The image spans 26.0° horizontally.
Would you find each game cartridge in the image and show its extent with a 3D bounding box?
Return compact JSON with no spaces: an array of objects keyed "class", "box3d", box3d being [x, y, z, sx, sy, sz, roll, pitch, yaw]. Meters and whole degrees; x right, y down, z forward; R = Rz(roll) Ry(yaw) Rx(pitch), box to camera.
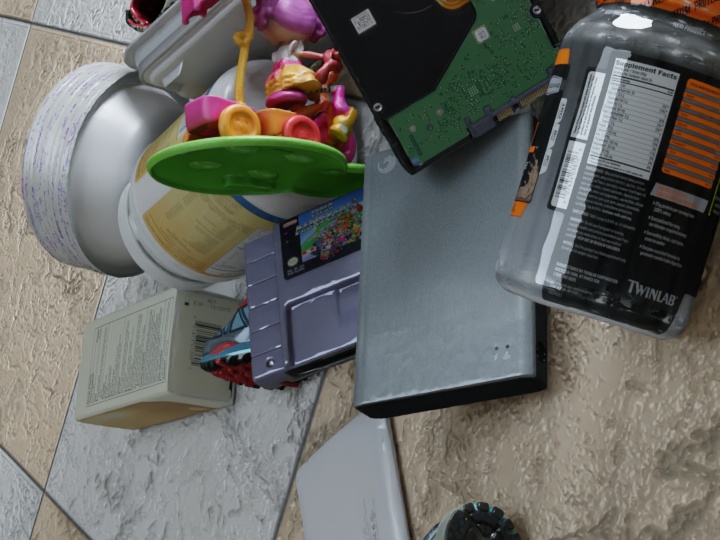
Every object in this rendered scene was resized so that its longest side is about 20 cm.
[{"class":"game cartridge","box3d":[0.000,0.000,1.180,0.199,0.038,0.130,-22,60,24]}]

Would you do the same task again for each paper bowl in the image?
[{"class":"paper bowl","box3d":[-0.221,-0.094,1.491,0.104,0.200,0.202,14,89,31]}]

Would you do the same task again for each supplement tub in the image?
[{"class":"supplement tub","box3d":[0.163,-0.069,0.938,0.122,0.122,0.201,20,93,58]},{"class":"supplement tub","box3d":[-0.112,-0.077,1.351,0.200,0.144,0.146,-34,50,47]}]

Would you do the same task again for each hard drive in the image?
[{"class":"hard drive","box3d":[0.043,-0.185,1.068,0.139,0.201,0.038,-32,20,0]},{"class":"hard drive","box3d":[0.064,-0.004,1.096,0.139,0.033,0.201,-13,60,29]}]

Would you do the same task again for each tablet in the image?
[{"class":"tablet","box3d":[-0.004,0.215,1.187,0.130,0.014,0.201,-45,42,40]}]

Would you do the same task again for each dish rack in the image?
[{"class":"dish rack","box3d":[-0.085,-0.201,1.328,0.200,0.171,0.044,-34,65,33]}]

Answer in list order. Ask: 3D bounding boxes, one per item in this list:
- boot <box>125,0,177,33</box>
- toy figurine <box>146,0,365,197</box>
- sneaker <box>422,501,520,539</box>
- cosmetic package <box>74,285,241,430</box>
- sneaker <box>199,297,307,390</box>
[{"class":"boot","box3d":[-0.154,-0.236,1.475,0.203,0.153,0.074,19,93,58]},{"class":"toy figurine","box3d":[-0.066,-0.161,1.191,0.150,0.199,0.185,-17,71,53]},{"class":"sneaker","box3d":[0.064,0.259,1.023,0.086,0.077,0.201,140,143,-59]},{"class":"cosmetic package","box3d":[-0.195,0.087,1.483,0.200,0.071,0.106,-17,63,54]},{"class":"sneaker","box3d":[-0.056,0.035,1.298,0.199,0.079,0.096,-26,50,40]}]
